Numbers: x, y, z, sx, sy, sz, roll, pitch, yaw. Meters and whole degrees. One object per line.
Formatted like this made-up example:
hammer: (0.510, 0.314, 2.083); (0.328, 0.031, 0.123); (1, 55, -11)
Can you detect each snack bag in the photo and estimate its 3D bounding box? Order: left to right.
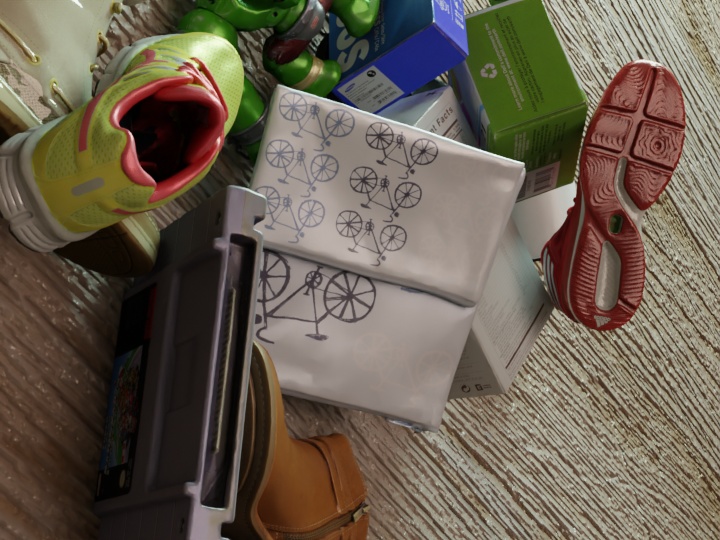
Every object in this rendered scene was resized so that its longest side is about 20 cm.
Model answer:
snack bag: (0.000, 0.000, 0.777); (0.188, 0.021, 0.200); (16, 97, -23)

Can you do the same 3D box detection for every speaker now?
speaker: (0.148, -0.104, 1.067); (0.081, 0.081, 0.200); (-7, 86, -53)

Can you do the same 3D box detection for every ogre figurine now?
ogre figurine: (-0.054, -0.179, 0.805); (0.120, 0.098, 0.200); (31, 101, -38)

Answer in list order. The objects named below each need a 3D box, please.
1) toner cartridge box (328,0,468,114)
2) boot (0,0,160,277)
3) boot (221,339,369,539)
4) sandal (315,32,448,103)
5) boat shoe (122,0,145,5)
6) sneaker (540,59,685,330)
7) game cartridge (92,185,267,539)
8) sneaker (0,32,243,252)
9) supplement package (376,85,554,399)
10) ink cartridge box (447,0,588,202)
toner cartridge box: (0.024, -0.214, 0.884); (0.043, 0.095, 0.200); (37, 38, -38)
boot: (-0.163, -0.107, 0.677); (0.200, 0.072, 0.155); (50, 43, -32)
boot: (-0.048, 0.123, 0.753); (0.155, 0.074, 0.200); (-18, 115, -58)
sandal: (0.038, -0.149, 0.962); (0.200, 0.048, 0.075); (14, 71, -51)
boat shoe: (-0.124, -0.263, 0.767); (0.060, 0.072, 0.200); (45, 54, -40)
sneaker: (0.177, -0.058, 0.906); (0.078, 0.116, 0.200); (17, 88, -13)
game cartridge: (-0.103, 0.064, 0.659); (0.038, 0.130, 0.200); (18, 66, -34)
sneaker: (-0.098, -0.075, 0.617); (0.078, 0.090, 0.200); (62, 32, -22)
supplement package: (0.043, -0.015, 0.882); (0.114, 0.109, 0.200); (-50, 120, -46)
ink cartridge box: (0.101, -0.168, 0.929); (0.148, 0.076, 0.200); (75, -5, -70)
